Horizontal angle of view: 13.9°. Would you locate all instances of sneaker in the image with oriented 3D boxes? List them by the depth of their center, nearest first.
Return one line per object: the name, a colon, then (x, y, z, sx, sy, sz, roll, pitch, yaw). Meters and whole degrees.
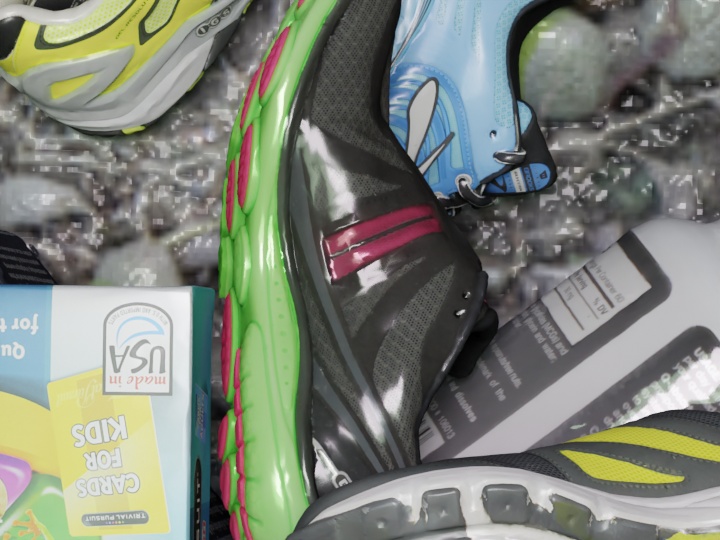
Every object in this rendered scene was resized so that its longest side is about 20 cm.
sneaker: (0.073, 0.082, 0.860, 0.200, 0.085, 0.075, 0, 106, -12)
sneaker: (0.000, 0.000, 0.918, 0.084, 0.077, 0.200, 4, 79, -12)
sneaker: (-0.051, -0.132, 0.983, 0.075, 0.076, 0.200, 43, 99, 33)
sneaker: (0.020, -0.036, 0.992, 0.090, 0.078, 0.200, 23, 91, 2)

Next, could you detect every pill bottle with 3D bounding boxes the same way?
pill bottle: (0.092, 0.055, 0.961, 0.200, 0.116, 0.116, -37, 85, 4)

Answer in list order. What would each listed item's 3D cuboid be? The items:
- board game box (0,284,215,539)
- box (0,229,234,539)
board game box: (-0.123, 0.104, 0.911, 0.151, 0.047, 0.200, 0, 88, 6)
box: (-0.123, 0.105, 0.987, 0.148, 0.104, 0.200, -37, 86, 3)
